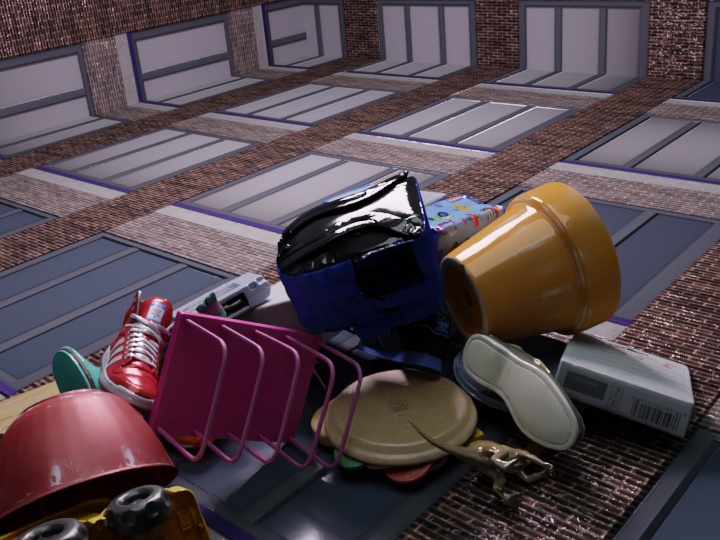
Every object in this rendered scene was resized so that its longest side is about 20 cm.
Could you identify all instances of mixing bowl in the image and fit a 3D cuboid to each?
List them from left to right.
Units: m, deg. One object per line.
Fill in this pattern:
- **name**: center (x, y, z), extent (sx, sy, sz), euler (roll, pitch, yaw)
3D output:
- **mixing bowl**: center (-0.302, 0.195, 0.897), extent (0.197, 0.110, 0.201), euler (-20, -19, -7)

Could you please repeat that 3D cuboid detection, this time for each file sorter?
- **file sorter**: center (-0.113, 0.143, 0.965), extent (0.197, 0.142, 0.125), euler (13, 5, -38)

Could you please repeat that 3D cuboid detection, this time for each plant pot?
- **plant pot**: center (0.212, 0.009, 1.132), extent (0.180, 0.204, 0.200), euler (-21, 27, -18)

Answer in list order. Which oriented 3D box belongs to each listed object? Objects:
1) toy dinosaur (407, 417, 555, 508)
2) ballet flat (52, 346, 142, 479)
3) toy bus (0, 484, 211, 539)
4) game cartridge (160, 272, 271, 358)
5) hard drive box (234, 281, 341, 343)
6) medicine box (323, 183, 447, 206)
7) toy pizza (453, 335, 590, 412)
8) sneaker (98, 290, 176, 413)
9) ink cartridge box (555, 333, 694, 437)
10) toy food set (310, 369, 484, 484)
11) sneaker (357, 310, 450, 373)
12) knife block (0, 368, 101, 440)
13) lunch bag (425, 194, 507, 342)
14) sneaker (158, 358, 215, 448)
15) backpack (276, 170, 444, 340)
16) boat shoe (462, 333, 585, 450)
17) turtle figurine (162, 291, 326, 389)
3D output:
- **toy dinosaur**: center (0.148, 0.213, 0.952), extent (0.196, 0.059, 0.101), euler (8, 14, -24)
- **ballet flat**: center (-0.311, 0.178, 1.052), extent (0.070, 0.068, 0.201), euler (-7, 54, -52)
- **toy bus**: center (-0.264, 0.285, 0.826), extent (0.197, 0.139, 0.191), euler (-19, 11, -32)
- **game cartridge**: center (-0.228, 0.064, 1.216), extent (0.198, 0.042, 0.133), euler (-29, 7, -16)
- **hard drive box**: center (-0.095, 0.061, 1.244), extent (0.198, 0.078, 0.155), euler (-16, 11, 45)
- **medicine box**: center (0.049, -0.028, 1.342), extent (0.102, 0.186, 0.198), euler (-23, 22, -34)
- **toy pizza**: center (0.220, 0.142, 1.122), extent (0.196, 0.032, 0.201), euler (1, 25, -1)
- **sneaker**: center (-0.262, 0.093, 1.034), extent (0.071, 0.114, 0.200), euler (32, -1, -25)
- **ink cartridge box**: center (0.334, 0.137, 1.080), extent (0.157, 0.048, 0.200), euler (17, 11, 17)
- **toy food set**: center (0.048, 0.187, 1.047), extent (0.197, 0.050, 0.197), euler (-16, 26, -24)
- **sneaker**: center (0.063, 0.090, 1.164), extent (0.069, 0.079, 0.199), euler (22, -9, -26)
- **knife block**: center (-0.418, 0.192, 1.125), extent (0.196, 0.065, 0.176), euler (-1, 23, 11)
- **lunch bag**: center (0.128, 0.010, 1.236), extent (0.149, 0.204, 0.093), euler (-20, 28, -38)
- **sneaker**: center (-0.238, 0.168, 1.123), extent (0.072, 0.079, 0.200), euler (-14, 26, -23)
- **backpack**: center (0.000, 0.000, 1.071), extent (0.196, 0.170, 0.163), euler (-16, 27, 6)
- **boat shoe**: center (0.200, 0.140, 1.004), extent (0.059, 0.073, 0.202), euler (11, 19, -35)
- **turtle figurine**: center (-0.152, 0.131, 1.120), extent (0.150, 0.199, 0.101), euler (-51, 3, -24)
